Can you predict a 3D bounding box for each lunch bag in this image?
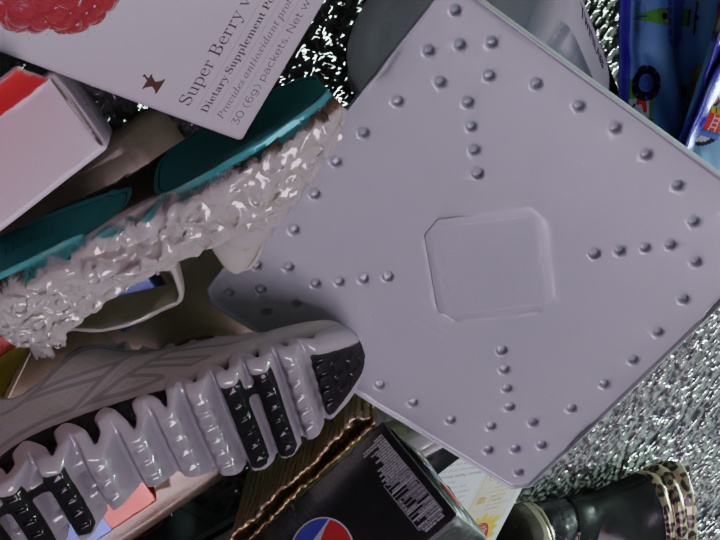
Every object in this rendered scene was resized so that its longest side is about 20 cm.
[{"bbox_3d":[0.193,-0.098,0.768,0.150,0.094,0.202,5,96,-49],"label":"lunch bag"}]

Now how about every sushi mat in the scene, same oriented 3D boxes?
[{"bbox_3d":[-0.030,0.091,0.809,0.096,0.200,0.012,-44,95,4],"label":"sushi mat"}]

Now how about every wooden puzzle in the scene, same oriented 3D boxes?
[{"bbox_3d":[-0.130,0.049,0.736,0.199,0.046,0.186,-35,111,-6],"label":"wooden puzzle"}]

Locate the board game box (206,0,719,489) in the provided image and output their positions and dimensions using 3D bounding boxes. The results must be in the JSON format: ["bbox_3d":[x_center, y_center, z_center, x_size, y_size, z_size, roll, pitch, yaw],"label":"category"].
[{"bbox_3d":[0.061,-0.008,0.695,0.199,0.026,0.200,32,119,-16],"label":"board game box"}]

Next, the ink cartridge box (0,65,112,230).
[{"bbox_3d":[-0.196,-0.009,0.611,0.199,0.176,0.045,-38,101,0],"label":"ink cartridge box"}]

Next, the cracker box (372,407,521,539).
[{"bbox_3d":[0.050,0.116,0.941,0.133,0.058,0.201,-2,127,-41],"label":"cracker box"}]

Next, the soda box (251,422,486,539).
[{"bbox_3d":[-0.035,0.172,0.745,0.200,0.063,0.071,-41,154,1],"label":"soda box"}]

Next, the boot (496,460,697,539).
[{"bbox_3d":[0.175,0.235,1.121,0.149,0.073,0.202,-18,127,-20],"label":"boot"}]

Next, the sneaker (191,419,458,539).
[{"bbox_3d":[-0.009,0.167,0.826,0.199,0.073,0.113,-30,94,-2],"label":"sneaker"}]

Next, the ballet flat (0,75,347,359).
[{"bbox_3d":[-0.085,-0.019,0.663,0.199,0.072,0.072,-25,138,14],"label":"ballet flat"}]

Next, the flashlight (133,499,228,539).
[{"bbox_3d":[-0.119,0.154,0.870,0.068,0.068,0.200,-50,141,-4],"label":"flashlight"}]

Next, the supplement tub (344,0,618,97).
[{"bbox_3d":[0.081,-0.066,0.774,0.122,0.123,0.200,-37,136,-1],"label":"supplement tub"}]

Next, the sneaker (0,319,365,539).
[{"bbox_3d":[-0.095,0.060,0.684,0.198,0.081,0.076,-20,136,-13],"label":"sneaker"}]

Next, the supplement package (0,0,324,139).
[{"bbox_3d":[-0.116,-0.154,0.574,0.199,0.120,0.122,17,115,-40],"label":"supplement package"}]
